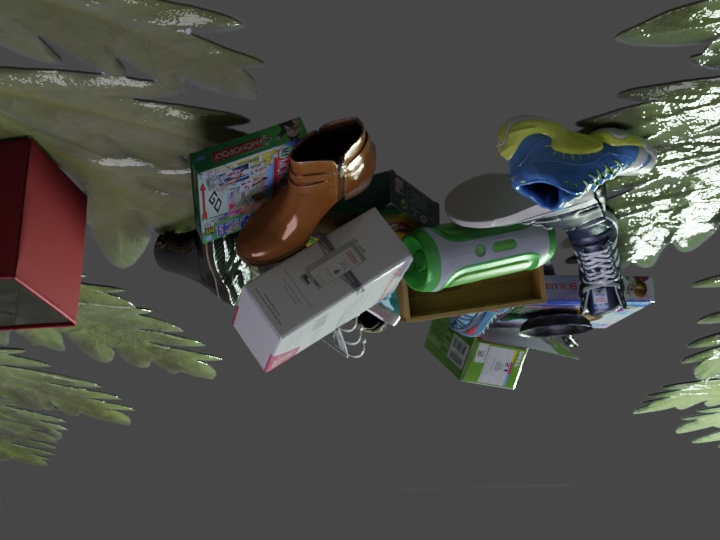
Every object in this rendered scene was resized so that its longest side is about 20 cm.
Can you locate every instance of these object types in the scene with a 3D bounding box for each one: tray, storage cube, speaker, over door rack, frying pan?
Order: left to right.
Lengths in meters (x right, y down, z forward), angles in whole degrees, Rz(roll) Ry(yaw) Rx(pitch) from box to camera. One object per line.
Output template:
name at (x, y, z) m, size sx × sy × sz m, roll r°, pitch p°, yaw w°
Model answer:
storage cube at (-0.449, -0.038, 1.440) m, size 0.170 × 0.180 × 0.200 m, roll -4°, pitch 159°, yaw 11°
over door rack at (-0.084, 0.053, 1.792) m, size 0.200 × 0.067 × 0.148 m, roll 23°, pitch 162°, yaw 13°
tray at (0.147, 0.007, 1.593) m, size 0.199 × 0.099 × 0.037 m, roll -7°, pitch -176°, yaw -13°
speaker at (0.150, -0.028, 1.511) m, size 0.200 × 0.089 × 0.088 m, roll -12°, pitch 166°, yaw -28°
frying pan at (0.318, 0.089, 1.798) m, size 0.115 × 0.031 × 0.190 m, roll -14°, pitch 165°, yaw 42°

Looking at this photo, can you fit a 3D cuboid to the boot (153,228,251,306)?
boot at (-0.229, -0.041, 1.588) m, size 0.138 × 0.078 × 0.200 m, roll 21°, pitch 141°, yaw 19°

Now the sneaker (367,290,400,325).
sneaker at (0.000, 0.000, 1.695) m, size 0.200 × 0.071 × 0.080 m, roll 32°, pitch 103°, yaw -30°

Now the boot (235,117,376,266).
boot at (-0.065, -0.090, 1.346) m, size 0.200 × 0.077 × 0.155 m, roll -31°, pitch 166°, yaw -6°

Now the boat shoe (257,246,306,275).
boat shoe at (-0.115, -0.017, 1.570) m, size 0.074 × 0.065 × 0.202 m, roll 29°, pitch 177°, yaw -11°

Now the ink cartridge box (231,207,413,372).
ink cartridge box at (-0.049, 0.025, 1.458) m, size 0.200 × 0.083 × 0.147 m, roll -32°, pitch 168°, yaw -21°

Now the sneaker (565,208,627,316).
sneaker at (0.320, -0.006, 1.601) m, size 0.070 × 0.109 × 0.200 m, roll -7°, pitch 158°, yaw 16°

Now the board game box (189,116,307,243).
board game box at (-0.133, -0.103, 1.403) m, size 0.134 × 0.029 × 0.200 m, roll -20°, pitch 162°, yaw -13°

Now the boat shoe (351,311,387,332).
boat shoe at (0.011, 0.063, 1.848) m, size 0.072 × 0.060 × 0.202 m, roll -1°, pitch 158°, yaw 5°

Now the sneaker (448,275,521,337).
sneaker at (0.161, 0.030, 1.720) m, size 0.095 × 0.079 × 0.200 m, roll 23°, pitch 152°, yaw -8°

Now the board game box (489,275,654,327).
board game box at (0.313, 0.049, 1.791) m, size 0.199 × 0.041 × 0.200 m, roll 1°, pitch 166°, yaw -9°

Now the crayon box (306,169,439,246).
crayon box at (-0.013, -0.065, 1.539) m, size 0.200 × 0.051 × 0.127 m, roll -12°, pitch 156°, yaw 31°

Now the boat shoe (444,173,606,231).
boat shoe at (0.211, -0.076, 1.468) m, size 0.199 × 0.075 × 0.093 m, roll -8°, pitch 149°, yaw 20°

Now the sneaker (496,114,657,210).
sneaker at (0.247, -0.109, 1.346) m, size 0.199 × 0.105 × 0.076 m, roll 7°, pitch 158°, yaw -16°

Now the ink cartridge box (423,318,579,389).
ink cartridge box at (0.226, 0.130, 1.900) m, size 0.199 × 0.076 × 0.148 m, roll 12°, pitch -166°, yaw -25°

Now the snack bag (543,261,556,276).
snack bag at (0.183, -0.001, 1.737) m, size 0.199 × 0.021 × 0.189 m, roll -5°, pitch 158°, yaw 15°
